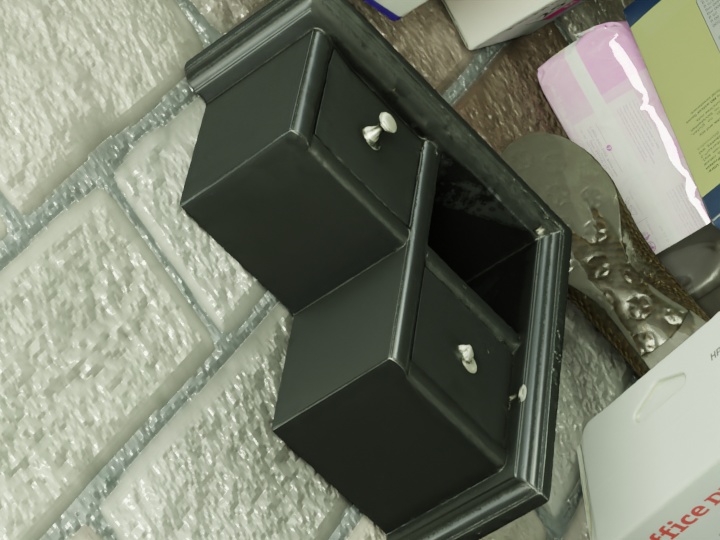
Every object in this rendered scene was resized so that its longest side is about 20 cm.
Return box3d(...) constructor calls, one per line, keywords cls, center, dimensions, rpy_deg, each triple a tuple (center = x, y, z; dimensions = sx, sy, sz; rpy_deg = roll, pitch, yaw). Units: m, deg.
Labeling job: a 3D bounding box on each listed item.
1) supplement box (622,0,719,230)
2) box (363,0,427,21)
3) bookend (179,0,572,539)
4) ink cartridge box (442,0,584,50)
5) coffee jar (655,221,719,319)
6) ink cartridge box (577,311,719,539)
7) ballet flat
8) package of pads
box3d(cls="supplement box", center=(0.282, -0.080, 1.544), dimensions=(0.200, 0.134, 0.200), rpy_deg=(37, 24, -35))
box3d(cls="box", center=(-0.018, -0.265, 1.429), dimensions=(0.184, 0.105, 0.201), rpy_deg=(27, 36, -55))
box3d(cls="bookend", center=(0.000, 0.000, 1.258), dimensions=(0.200, 0.092, 0.199), rpy_deg=(44, 32, -24))
box3d(cls="ink cartridge box", center=(0.130, -0.190, 1.531), dimensions=(0.044, 0.199, 0.173), rpy_deg=(61, 29, 2))
box3d(cls="coffee jar", center=(0.233, 0.068, 1.552), dimensions=(0.200, 0.104, 0.085), rpy_deg=(52, 28, -12))
box3d(cls="ink cartridge box", center=(0.237, 0.114, 1.422), dimensions=(0.199, 0.145, 0.085), rpy_deg=(22, 44, -25))
box3d(cls="ballet flat", center=(0.145, 0.004, 1.492), dimensions=(0.200, 0.067, 0.046), rpy_deg=(50, -1, 24))
box3d(cls="package of pads", center=(0.197, -0.063, 1.647), dimensions=(0.201, 0.075, 0.120), rpy_deg=(61, 31, 3))
